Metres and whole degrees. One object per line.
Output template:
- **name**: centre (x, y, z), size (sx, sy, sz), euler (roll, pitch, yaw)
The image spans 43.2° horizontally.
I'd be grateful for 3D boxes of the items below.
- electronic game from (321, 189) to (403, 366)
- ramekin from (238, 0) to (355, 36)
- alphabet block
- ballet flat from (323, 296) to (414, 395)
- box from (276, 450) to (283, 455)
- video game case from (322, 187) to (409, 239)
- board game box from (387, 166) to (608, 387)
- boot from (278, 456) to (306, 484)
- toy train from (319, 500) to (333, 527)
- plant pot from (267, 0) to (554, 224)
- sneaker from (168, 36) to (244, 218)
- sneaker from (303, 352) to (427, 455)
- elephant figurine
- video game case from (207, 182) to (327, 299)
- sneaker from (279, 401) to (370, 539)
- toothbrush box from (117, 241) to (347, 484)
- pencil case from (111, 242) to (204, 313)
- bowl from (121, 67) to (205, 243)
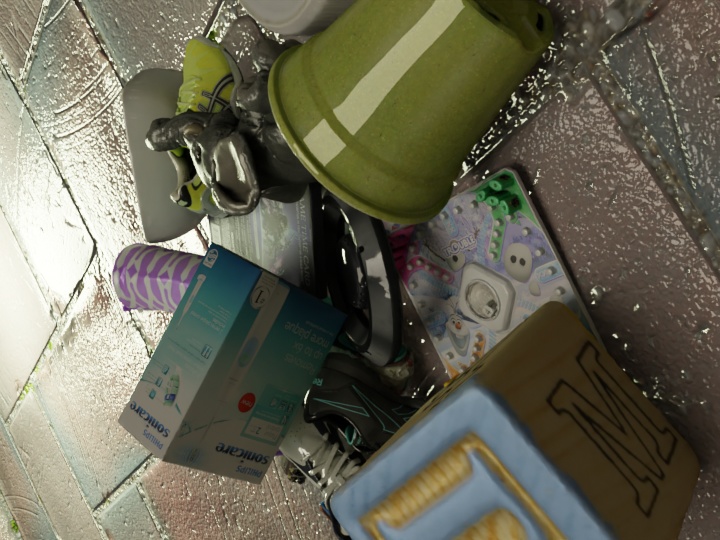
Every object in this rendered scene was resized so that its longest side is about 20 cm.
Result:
- **electronic game**: centre (0.000, 0.000, 0.936), size (0.200, 0.041, 0.202), euler (166, 90, -74)
- **ramekin**: centre (-0.055, -0.321, 0.875), size (0.201, 0.094, 0.204), euler (25, 125, 42)
- **alphabet block**: centre (0.131, 0.175, 0.746), size (0.197, 0.200, 0.195), euler (51, 123, 6)
- **ballet flat**: centre (-0.018, 0.088, 1.046), size (0.199, 0.075, 0.064), euler (30, 137, 41)
- **box**: centre (-0.113, 0.122, 1.106), size (0.137, 0.039, 0.202), euler (133, 135, -76)
- **video game case**: centre (-0.013, -0.105, 0.989), size (0.200, 0.018, 0.144), euler (50, 138, 22)
- **board game box**: centre (0.117, 0.029, 0.876), size (0.199, 0.026, 0.201), euler (-28, 89, 51)
- **boot**: centre (-0.062, 0.216, 1.151), size (0.175, 0.069, 0.201), euler (109, 150, -41)
- **toy train**: centre (0.031, 0.325, 1.090), size (0.200, 0.086, 0.115), euler (37, 141, 37)
- **plant pot**: centre (0.054, -0.173, 0.758), size (0.184, 0.200, 0.201), euler (-43, 73, 38)
- **sneaker**: centre (-0.170, -0.159, 0.978), size (0.075, 0.076, 0.202), euler (-19, 76, 44)
- **sneaker**: centre (0.029, 0.166, 0.964), size (0.199, 0.080, 0.076), euler (28, 148, -2)
- **elephant figurine**: centre (-0.102, -0.115, 0.881), size (0.200, 0.141, 0.156), euler (-39, 44, 31)
- **video game case**: centre (-0.111, -0.062, 1.017), size (0.199, 0.019, 0.144), euler (22, 125, 41)
- **sneaker**: centre (-0.020, 0.218, 0.964), size (0.200, 0.079, 0.130), euler (55, 175, -20)
- **toothbrush box**: centre (-0.124, 0.096, 0.909), size (0.085, 0.146, 0.201), euler (27, 86, 40)
- **pencil case**: centre (-0.196, 0.022, 1.045), size (0.198, 0.084, 0.086), euler (10, 91, 30)
- **bowl**: centre (-0.223, -0.146, 1.123), size (0.200, 0.074, 0.202), euler (-88, -6, -71)
